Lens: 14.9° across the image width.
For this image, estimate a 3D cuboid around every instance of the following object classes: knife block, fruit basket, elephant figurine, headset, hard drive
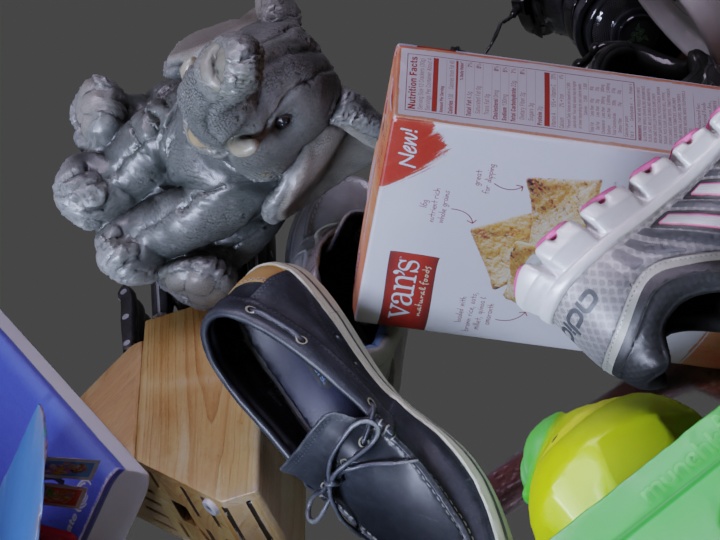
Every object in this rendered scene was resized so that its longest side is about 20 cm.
[{"bbox_3d":[-0.059,0.054,1.428,0.200,0.064,0.176,20,58,45],"label":"knife block"},{"bbox_3d":[0.137,0.106,1.198,0.215,0.156,0.216,-6,55,9],"label":"fruit basket"},{"bbox_3d":[-0.051,-0.075,1.374,0.200,0.141,0.156,-40,30,42],"label":"elephant figurine"},{"bbox_3d":[0.131,-0.141,1.556,0.200,0.094,0.123,-25,35,-23],"label":"headset"},{"bbox_3d":[-0.184,0.113,1.411,0.200,0.025,0.132,41,109,51],"label":"hard drive"}]

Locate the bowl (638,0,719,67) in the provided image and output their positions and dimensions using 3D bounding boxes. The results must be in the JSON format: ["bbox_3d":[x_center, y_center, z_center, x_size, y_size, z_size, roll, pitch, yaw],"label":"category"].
[{"bbox_3d":[0.192,-0.165,1.429,0.094,0.201,0.201,-39,38,-3],"label":"bowl"}]

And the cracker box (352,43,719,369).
[{"bbox_3d":[0.103,-0.027,1.302,0.199,0.134,0.058,8,44,-3],"label":"cracker box"}]

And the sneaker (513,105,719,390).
[{"bbox_3d":[0.166,-0.019,1.191,0.200,0.074,0.088,-35,74,-11],"label":"sneaker"}]

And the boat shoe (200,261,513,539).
[{"bbox_3d":[-0.004,0.083,1.292,0.062,0.200,0.075,-24,-19,-49],"label":"boat shoe"}]

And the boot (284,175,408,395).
[{"bbox_3d":[0.000,0.000,1.415,0.073,0.096,0.200,5,45,-7],"label":"boot"}]

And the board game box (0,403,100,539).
[{"bbox_3d":[-0.156,0.165,1.291,0.039,0.200,0.158,12,52,-14],"label":"board game box"}]

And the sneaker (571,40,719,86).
[{"bbox_3d":[0.114,-0.074,1.446,0.200,0.098,0.071,-5,44,28],"label":"sneaker"}]
